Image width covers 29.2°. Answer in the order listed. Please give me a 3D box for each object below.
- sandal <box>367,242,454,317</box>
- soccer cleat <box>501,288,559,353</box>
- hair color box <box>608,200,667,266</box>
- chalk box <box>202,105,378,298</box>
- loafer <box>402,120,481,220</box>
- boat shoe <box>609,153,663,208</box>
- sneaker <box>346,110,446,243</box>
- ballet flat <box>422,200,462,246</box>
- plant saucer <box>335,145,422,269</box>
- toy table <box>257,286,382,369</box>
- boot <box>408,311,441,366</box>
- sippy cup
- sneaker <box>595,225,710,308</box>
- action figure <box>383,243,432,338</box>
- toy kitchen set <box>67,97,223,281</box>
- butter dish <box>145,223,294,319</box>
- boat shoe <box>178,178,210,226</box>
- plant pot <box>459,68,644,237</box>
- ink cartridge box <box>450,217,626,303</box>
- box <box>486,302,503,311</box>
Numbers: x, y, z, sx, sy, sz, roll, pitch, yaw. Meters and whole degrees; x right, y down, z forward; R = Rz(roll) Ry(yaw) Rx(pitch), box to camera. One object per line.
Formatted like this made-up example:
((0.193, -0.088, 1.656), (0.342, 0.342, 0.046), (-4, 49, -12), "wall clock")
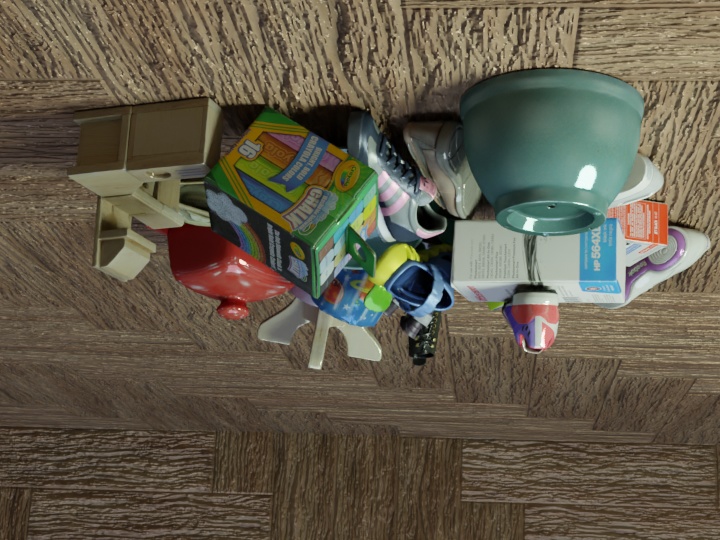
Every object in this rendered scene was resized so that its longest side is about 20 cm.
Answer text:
((0.084, 0.018, 1.712), (0.079, 0.087, 0.200), (-49, 161, 22), "sandal")
((0.210, 0.071, 1.708), (0.068, 0.073, 0.200), (2, 170, 2), "soccer cleat")
((0.288, -0.058, 1.809), (0.200, 0.064, 0.111), (8, 164, -14), "hair color box")
((-0.057, -0.065, 1.543), (0.200, 0.124, 0.125), (32, 157, 14), "chalk box")
((0.099, -0.123, 1.625), (0.063, 0.072, 0.200), (16, 162, 19), "loafer")
((0.272, -0.097, 1.682), (0.200, 0.072, 0.069), (-20, 153, 33), "boat shoe")
((0.043, -0.110, 1.583), (0.082, 0.070, 0.200), (-1, 143, 21), "sneaker")
((0.087, -0.068, 1.792), (0.200, 0.068, 0.075), (30, -177, -38), "ballet flat")
((-0.014, -0.084, 1.693), (0.200, 0.036, 0.200), (5, 135, 5), "plant saucer")
((-0.050, 0.060, 2.008), (0.184, 0.117, 0.200), (14, -164, 11), "toy table")
((0.105, 0.058, 2.103), (0.077, 0.138, 0.200), (2, 163, 3), "boot")
((0.000, 0.000, 1.840), (0.140, 0.130, 0.178), (28, -166, 13), "sippy cup")
((0.402, -0.001, 1.929), (0.100, 0.075, 0.200), (-6, 162, -43), "sneaker")
((0.114, 0.000, 1.946), (0.130, 0.069, 0.200), (41, 110, -19), "action figure")
((-0.220, -0.082, 1.620), (0.180, 0.163, 0.200), (-4, 163, 21), "toy kitchen set")
((-0.173, -0.005, 1.909), (0.200, 0.148, 0.199), (-12, 159, 41), "butter dish")
((-0.152, -0.088, 1.761), (0.201, 0.073, 0.063), (7, 170, 12), "boat shoe")
((0.206, -0.116, 1.491), (0.200, 0.134, 0.200), (2, 164, 0), "plant pot")
((0.222, -0.011, 1.701), (0.200, 0.084, 0.146), (1, 170, 14), "ink cartridge box")
((0.256, 0.001, 1.966), (0.122, 0.048, 0.200), (-23, 175, -26), "box")
